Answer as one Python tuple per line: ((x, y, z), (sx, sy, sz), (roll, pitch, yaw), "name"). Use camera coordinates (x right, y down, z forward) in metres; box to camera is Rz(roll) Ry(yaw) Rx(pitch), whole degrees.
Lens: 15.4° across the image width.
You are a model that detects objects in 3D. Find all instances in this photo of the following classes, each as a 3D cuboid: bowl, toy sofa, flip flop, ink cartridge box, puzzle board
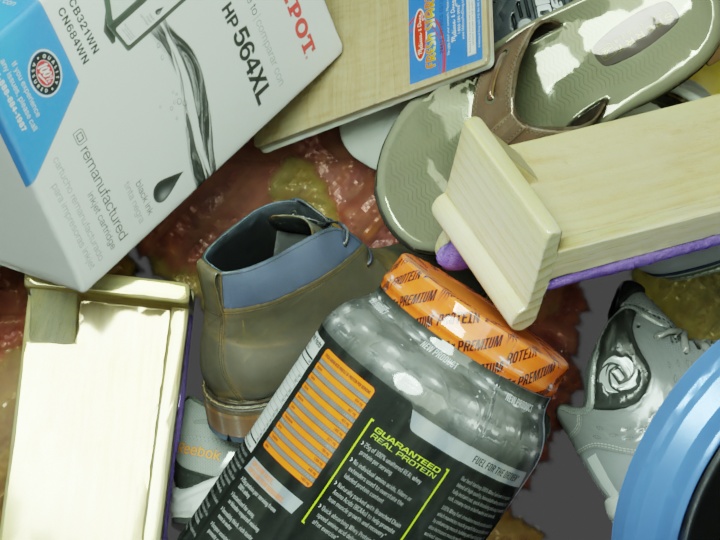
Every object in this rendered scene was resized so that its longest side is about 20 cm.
((0.214, 0.108, 1.317), (0.201, 0.201, 0.039), (-44, 42, -9), "bowl")
((0.139, -0.031, 1.275), (0.200, 0.098, 0.083), (-14, 51, -26), "toy sofa")
((0.091, -0.084, 1.300), (0.200, 0.058, 0.081), (-33, 83, 2), "flip flop")
((-0.117, -0.111, 1.280), (0.084, 0.146, 0.200), (17, 52, 41), "ink cartridge box")
((0.006, -0.171, 1.365), (0.151, 0.017, 0.200), (-18, 63, 35), "puzzle board")
((-0.133, 0.102, 1.327), (0.083, 0.098, 0.200), (6, 80, 0), "toy sofa")

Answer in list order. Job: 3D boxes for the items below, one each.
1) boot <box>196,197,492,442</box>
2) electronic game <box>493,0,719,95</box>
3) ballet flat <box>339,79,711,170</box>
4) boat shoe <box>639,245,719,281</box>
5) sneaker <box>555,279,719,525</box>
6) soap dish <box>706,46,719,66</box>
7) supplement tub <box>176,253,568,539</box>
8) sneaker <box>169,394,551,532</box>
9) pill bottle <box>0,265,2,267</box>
((0.000, 0.000, 1.337), (0.200, 0.097, 0.075), (-33, 41, -30), "boot")
((0.104, -0.125, 1.417), (0.200, 0.042, 0.200), (1, 82, -4), "electronic game")
((0.089, -0.079, 1.361), (0.200, 0.069, 0.070), (2, 81, 0), "ballet flat")
((0.235, -0.036, 1.395), (0.200, 0.072, 0.062), (-24, 120, -7), "boat shoe")
((0.188, 0.039, 1.382), (0.200, 0.075, 0.116), (-34, 80, -9), "sneaker")
((0.171, -0.229, 1.362), (0.157, 0.081, 0.200), (-42, 108, -14), "soap dish")
((0.004, 0.100, 1.259), (0.122, 0.123, 0.200), (35, 96, 2), "supplement tub")
((-0.001, 0.085, 1.362), (0.200, 0.074, 0.079), (-7, 76, -5), "sneaker")
((-0.194, -0.084, 1.354), (0.113, 0.113, 0.200), (25, 80, 0), "pill bottle")
